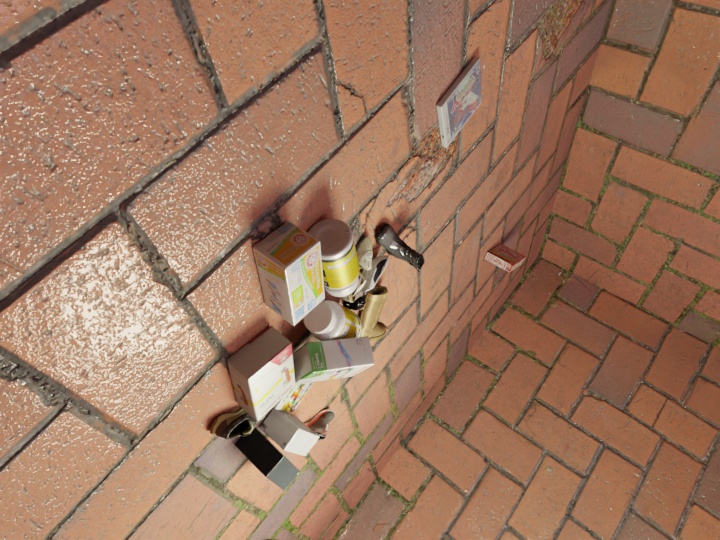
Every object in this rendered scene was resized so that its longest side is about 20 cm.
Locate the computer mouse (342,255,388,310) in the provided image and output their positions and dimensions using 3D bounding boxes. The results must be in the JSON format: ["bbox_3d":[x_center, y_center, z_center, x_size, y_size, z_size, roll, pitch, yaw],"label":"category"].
[{"bbox_3d":[0.017,0.030,1.544,0.201,0.044,0.110,-60,-162,-16],"label":"computer mouse"}]

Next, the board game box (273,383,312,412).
[{"bbox_3d":[-0.182,0.331,1.548,0.201,0.034,0.126,-56,154,-6],"label":"board game box"}]

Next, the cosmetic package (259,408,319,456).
[{"bbox_3d":[-0.216,0.501,1.588,0.081,0.112,0.200,-51,156,-13],"label":"cosmetic package"}]

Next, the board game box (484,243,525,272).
[{"bbox_3d":[0.752,-0.066,2.671,0.200,0.151,0.047,-23,138,-52],"label":"board game box"}]

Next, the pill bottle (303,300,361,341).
[{"bbox_3d":[-0.080,0.147,1.440,0.113,0.112,0.200,-57,155,-3],"label":"pill bottle"}]

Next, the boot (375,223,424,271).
[{"bbox_3d":[0.130,-0.068,1.559,0.070,0.131,0.200,-57,155,0],"label":"boot"}]

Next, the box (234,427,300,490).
[{"bbox_3d":[-0.270,0.555,1.513,0.079,0.141,0.201,-48,152,-21],"label":"box"}]

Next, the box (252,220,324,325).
[{"bbox_3d":[-0.157,0.008,1.159,0.112,0.101,0.201,-42,150,-30],"label":"box"}]

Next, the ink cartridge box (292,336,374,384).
[{"bbox_3d":[-0.082,0.250,1.423,0.199,0.085,0.145,-1,157,-33],"label":"ink cartridge box"}]

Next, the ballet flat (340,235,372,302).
[{"bbox_3d":[0.000,0.000,1.480,0.067,0.062,0.201,-1,119,-61],"label":"ballet flat"}]

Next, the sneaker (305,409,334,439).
[{"bbox_3d":[-0.146,0.566,1.819,0.199,0.082,0.078,-21,136,-52],"label":"sneaker"}]

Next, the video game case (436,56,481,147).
[{"bbox_3d":[0.296,-0.493,1.517,0.200,0.023,0.182,-53,154,-12],"label":"video game case"}]

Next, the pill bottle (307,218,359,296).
[{"bbox_3d":[-0.062,-0.025,1.280,0.114,0.114,0.201,-47,152,-22],"label":"pill bottle"}]

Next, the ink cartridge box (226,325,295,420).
[{"bbox_3d":[-0.245,0.263,1.302,0.145,0.083,0.201,-40,149,-33],"label":"ink cartridge box"}]

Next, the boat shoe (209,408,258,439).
[{"bbox_3d":[-0.311,0.408,1.364,0.200,0.065,0.074,-4,121,-61],"label":"boat shoe"}]

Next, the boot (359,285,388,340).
[{"bbox_3d":[0.056,0.144,1.741,0.175,0.066,0.201,-20,134,-53],"label":"boot"}]
